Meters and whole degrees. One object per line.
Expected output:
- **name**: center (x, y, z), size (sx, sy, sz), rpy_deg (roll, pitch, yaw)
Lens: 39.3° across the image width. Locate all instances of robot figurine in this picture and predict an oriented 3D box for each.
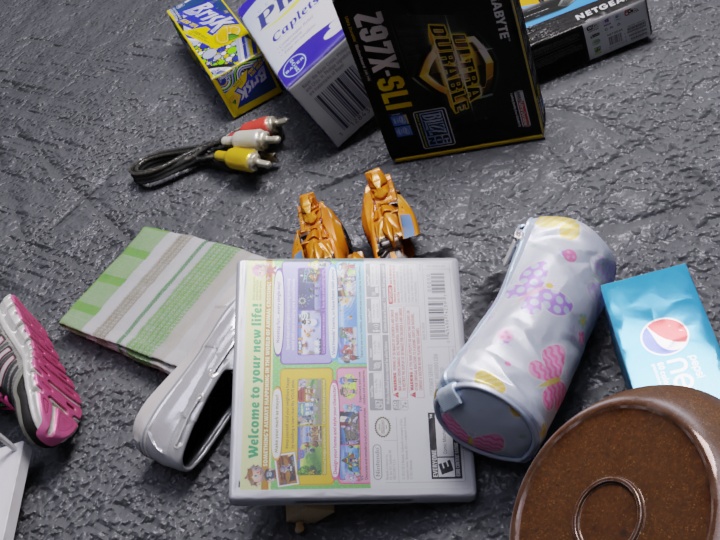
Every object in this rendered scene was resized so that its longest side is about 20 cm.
- **robot figurine**: center (0.000, 0.000, 0.903), size (0.145, 0.058, 0.200), rpy_deg (-20, 44, 7)

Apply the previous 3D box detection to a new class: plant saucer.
- **plant saucer**: center (0.164, 0.160, 0.633), size (0.200, 0.034, 0.201), rpy_deg (-34, 39, 33)

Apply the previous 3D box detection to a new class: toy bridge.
- **toy bridge**: center (-0.053, 0.113, 0.818), size (0.067, 0.027, 0.200), rpy_deg (-40, 44, 46)

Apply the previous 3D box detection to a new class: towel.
- **towel**: center (-0.183, 0.029, 0.985), size (0.200, 0.031, 0.149), rpy_deg (15, 54, 36)

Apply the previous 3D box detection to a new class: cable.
- **cable**: center (-0.166, -0.140, 1.114), size (0.200, 0.050, 0.097), rpy_deg (1, 49, 23)

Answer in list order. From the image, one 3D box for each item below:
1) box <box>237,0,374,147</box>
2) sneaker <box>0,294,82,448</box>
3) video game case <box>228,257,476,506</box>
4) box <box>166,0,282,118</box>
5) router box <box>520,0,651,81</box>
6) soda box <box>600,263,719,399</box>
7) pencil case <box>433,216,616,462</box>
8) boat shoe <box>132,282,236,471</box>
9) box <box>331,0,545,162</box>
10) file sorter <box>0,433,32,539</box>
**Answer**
- **box**: center (-0.016, -0.270, 1.097), size (0.184, 0.105, 0.200), rpy_deg (-40, 42, 8)
- **sneaker**: center (-0.326, 0.107, 0.941), size (0.087, 0.074, 0.200), rpy_deg (-38, 46, -4)
- **video game case**: center (-0.008, 0.081, 0.784), size (0.182, 0.022, 0.200), rpy_deg (0, 62, -2)
- **box**: center (-0.169, -0.269, 1.228), size (0.070, 0.064, 0.200), rpy_deg (-30, 45, -5)
- **router box**: center (0.186, -0.267, 1.077), size (0.200, 0.051, 0.149), rpy_deg (-22, 44, 5)
- **soda box**: center (0.228, 0.093, 0.712), size (0.068, 0.064, 0.200), rpy_deg (-15, 45, 10)
- **pencil case**: center (0.128, 0.047, 0.767), size (0.083, 0.091, 0.200), rpy_deg (-17, 32, 45)
- **boat shoe**: center (-0.112, 0.083, 0.867), size (0.068, 0.072, 0.200), rpy_deg (23, 60, 33)
- **box**: center (0.079, -0.203, 0.958), size (0.159, 0.200, 0.049), rpy_deg (-6, 45, 18)
- **file sorter**: center (-0.403, 0.200, 0.834), size (0.200, 0.125, 0.139), rpy_deg (-19, 43, 15)
